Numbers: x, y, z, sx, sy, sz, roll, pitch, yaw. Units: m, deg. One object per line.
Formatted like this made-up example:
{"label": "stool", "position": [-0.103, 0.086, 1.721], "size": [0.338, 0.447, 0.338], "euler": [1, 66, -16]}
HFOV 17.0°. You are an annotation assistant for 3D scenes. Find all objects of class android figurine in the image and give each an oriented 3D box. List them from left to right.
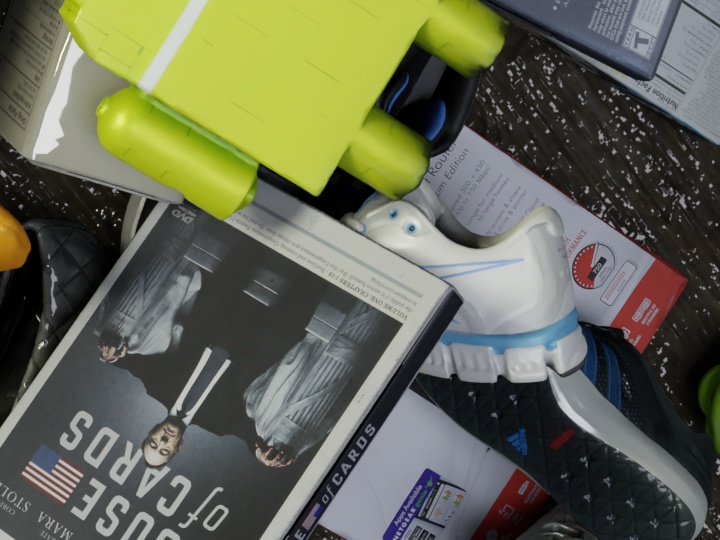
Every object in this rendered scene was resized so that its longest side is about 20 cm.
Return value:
{"label": "android figurine", "position": [-0.040, -0.115, 0.981], "size": [0.199, 0.041, 0.183], "euler": [29, 94, -22]}

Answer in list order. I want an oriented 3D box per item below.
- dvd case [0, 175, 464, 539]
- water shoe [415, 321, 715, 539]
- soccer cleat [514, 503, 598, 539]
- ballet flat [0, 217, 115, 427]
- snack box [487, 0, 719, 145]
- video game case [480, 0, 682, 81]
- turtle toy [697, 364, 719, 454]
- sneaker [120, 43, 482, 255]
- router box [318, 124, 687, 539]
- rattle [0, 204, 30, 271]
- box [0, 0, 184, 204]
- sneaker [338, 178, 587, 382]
{"label": "dvd case", "position": [-0.069, 0.060, 1.011], "size": [0.201, 0.150, 0.025], "euler": [-56, 148, -9]}
{"label": "water shoe", "position": [0.089, 0.050, 1.141], "size": [0.071, 0.079, 0.200], "euler": [-36, 101, 33]}
{"label": "soccer cleat", "position": [0.104, 0.142, 1.178], "size": [0.069, 0.200, 0.078], "euler": [29, 90, 12]}
{"label": "ballet flat", "position": [-0.174, 0.067, 1.077], "size": [0.057, 0.066, 0.201], "euler": [28, 87, -48]}
{"label": "snack box", "position": [0.123, -0.157, 1.153], "size": [0.199, 0.037, 0.117], "euler": [29, 92, -29]}
{"label": "video game case", "position": [0.076, -0.190, 1.082], "size": [0.199, 0.019, 0.144], "euler": [23, 85, -26]}
{"label": "turtle toy", "position": [0.273, 0.082, 1.265], "size": [0.199, 0.101, 0.147], "euler": [10, 103, -26]}
{"label": "sneaker", "position": [-0.024, -0.055, 1.079], "size": [0.073, 0.112, 0.200], "euler": [42, 87, -28]}
{"label": "router box", "position": [0.036, 0.040, 1.174], "size": [0.179, 0.049, 0.201], "euler": [31, 93, -29]}
{"label": "rattle", "position": [-0.244, 0.028, 0.999], "size": [0.199, 0.143, 0.131], "euler": [-28, 135, -20]}
{"label": "box", "position": [-0.090, -0.141, 1.033], "size": [0.077, 0.095, 0.201], "euler": [16, 102, -27]}
{"label": "sneaker", "position": [0.000, 0.000, 1.061], "size": [0.198, 0.075, 0.087], "euler": [-1, 103, 8]}
